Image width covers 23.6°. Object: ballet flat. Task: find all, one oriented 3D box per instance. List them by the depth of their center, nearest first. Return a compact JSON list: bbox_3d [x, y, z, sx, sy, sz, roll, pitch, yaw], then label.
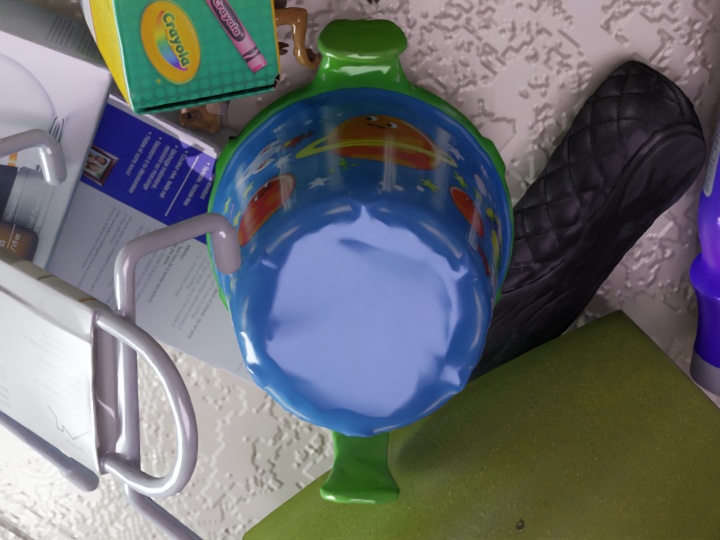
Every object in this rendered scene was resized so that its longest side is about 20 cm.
[{"bbox_3d":[0.081,-0.011,0.802,0.066,0.057,0.200,24,119,-42],"label":"ballet flat"}]

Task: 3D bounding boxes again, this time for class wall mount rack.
[{"bbox_3d":[-0.103,0.045,0.674,0.074,0.200,0.175,-21,122,-38],"label":"wall mount rack"}]

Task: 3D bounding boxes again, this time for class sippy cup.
[{"bbox_3d":[0.000,0.000,0.703,0.139,0.130,0.178,-34,106,11],"label":"sippy cup"}]

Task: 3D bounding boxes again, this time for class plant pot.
[{"bbox_3d":[0.079,0.119,0.793,0.200,0.187,0.187,-46,108,5],"label":"plant pot"}]

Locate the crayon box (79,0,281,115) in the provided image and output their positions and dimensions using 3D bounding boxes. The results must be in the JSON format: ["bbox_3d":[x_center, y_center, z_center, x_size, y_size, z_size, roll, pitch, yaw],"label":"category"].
[{"bbox_3d":[-0.079,-0.171,0.612,0.058,0.119,0.201,-12,119,-13],"label":"crayon box"}]

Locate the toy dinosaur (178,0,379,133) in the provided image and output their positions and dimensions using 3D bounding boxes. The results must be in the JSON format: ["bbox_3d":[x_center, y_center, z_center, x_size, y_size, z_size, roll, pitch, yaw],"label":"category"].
[{"bbox_3d":[-0.036,-0.149,0.716,0.106,0.060,0.201,4,105,-14],"label":"toy dinosaur"}]

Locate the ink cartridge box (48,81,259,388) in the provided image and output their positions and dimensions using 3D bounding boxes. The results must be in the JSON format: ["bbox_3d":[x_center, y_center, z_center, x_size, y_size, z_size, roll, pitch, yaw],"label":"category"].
[{"bbox_3d":[-0.105,-0.031,0.782,0.199,0.039,0.100,28,109,-12],"label":"ink cartridge box"}]

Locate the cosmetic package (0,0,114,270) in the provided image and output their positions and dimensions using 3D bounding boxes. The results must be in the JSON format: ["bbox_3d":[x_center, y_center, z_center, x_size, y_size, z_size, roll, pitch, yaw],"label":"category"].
[{"bbox_3d":[-0.203,-0.029,0.733,0.150,0.052,0.201,20,112,-8],"label":"cosmetic package"}]

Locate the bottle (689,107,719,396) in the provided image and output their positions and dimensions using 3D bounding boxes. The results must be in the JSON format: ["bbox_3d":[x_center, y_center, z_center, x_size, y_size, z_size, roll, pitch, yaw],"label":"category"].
[{"bbox_3d":[0.188,-0.039,0.766,0.065,0.083,0.201,19,115,25],"label":"bottle"}]
